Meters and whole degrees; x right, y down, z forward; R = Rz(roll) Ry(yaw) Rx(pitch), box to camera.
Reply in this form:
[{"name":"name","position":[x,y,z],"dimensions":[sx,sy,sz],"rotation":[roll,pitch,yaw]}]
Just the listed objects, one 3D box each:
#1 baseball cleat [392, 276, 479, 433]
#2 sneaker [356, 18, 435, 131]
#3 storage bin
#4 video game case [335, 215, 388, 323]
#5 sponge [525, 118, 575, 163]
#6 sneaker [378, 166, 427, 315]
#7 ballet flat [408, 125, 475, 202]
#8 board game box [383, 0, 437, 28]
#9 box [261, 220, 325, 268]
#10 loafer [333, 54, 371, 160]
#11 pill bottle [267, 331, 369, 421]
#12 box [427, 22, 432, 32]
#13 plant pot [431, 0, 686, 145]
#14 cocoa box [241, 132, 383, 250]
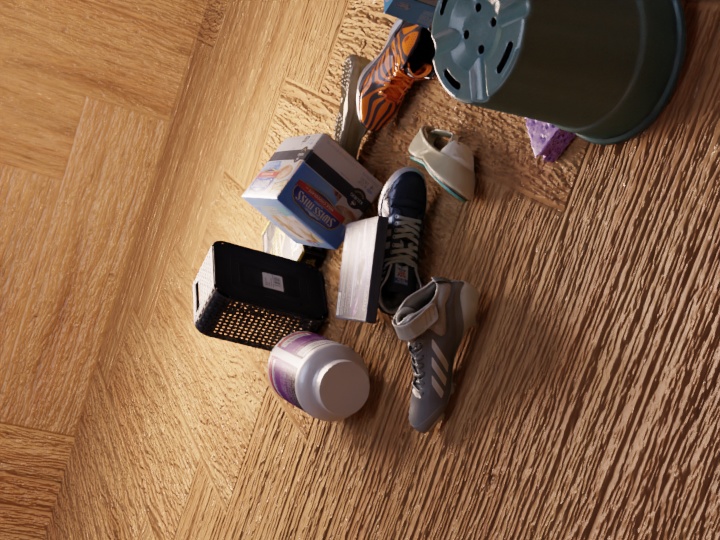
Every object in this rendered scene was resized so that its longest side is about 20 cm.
[{"name":"baseball cleat","position":[0.076,0.101,1.448],"dimensions":[0.070,0.106,0.201],"rotation":[36,111,61]},{"name":"sneaker","position":[0.057,-0.292,1.781],"dimensions":[0.201,0.077,0.112],"rotation":[-67,23,20]},{"name":"storage bin","position":[-0.165,0.047,1.929],"dimensions":[0.094,0.199,0.136],"rotation":[-59,27,35]},{"name":"video game case","position":[0.000,0.000,1.657],"dimensions":[0.200,0.019,0.144],"rotation":[178,99,-76]},{"name":"sponge","position":[0.252,-0.230,1.340],"dimensions":[0.200,0.030,0.112],"rotation":[-55,30,41]},{"name":"sneaker","position":[0.057,-0.035,1.624],"dimensions":[0.109,0.070,0.201],"rotation":[-116,39,-65]},{"name":"ballet flat","position":[0.115,-0.151,1.579],"dimensions":[0.070,0.069,0.200],"rotation":[-69,23,15]},{"name":"board game box","position":[0.106,-0.421,1.648],"dimensions":[0.040,0.152,0.201],"rotation":[132,147,-50]},{"name":"box","position":[-0.121,-0.045,2.090],"dimensions":[0.160,0.049,0.201],"rotation":[-55,29,37]},{"name":"loafer","position":[-0.001,-0.250,1.912],"dimensions":[0.076,0.068,0.201],"rotation":[-104,20,-57]},{"name":"pill bottle","position":[-0.058,0.156,1.724],"dimensions":[0.200,0.112,0.113],"rotation":[14,89,68]},{"name":"box","position":[0.179,-0.397,1.514],"dimensions":[0.200,0.050,0.158],"rotation":[-48,7,48]},{"name":"plant pot","position":[0.191,-0.237,1.206],"dimensions":[0.200,0.195,0.202],"rotation":[-4,86,56]},{"name":"cocoa box","position":[-0.081,-0.126,1.885],"dimensions":[0.131,0.133,0.200],"rotation":[-53,20,-10]}]
